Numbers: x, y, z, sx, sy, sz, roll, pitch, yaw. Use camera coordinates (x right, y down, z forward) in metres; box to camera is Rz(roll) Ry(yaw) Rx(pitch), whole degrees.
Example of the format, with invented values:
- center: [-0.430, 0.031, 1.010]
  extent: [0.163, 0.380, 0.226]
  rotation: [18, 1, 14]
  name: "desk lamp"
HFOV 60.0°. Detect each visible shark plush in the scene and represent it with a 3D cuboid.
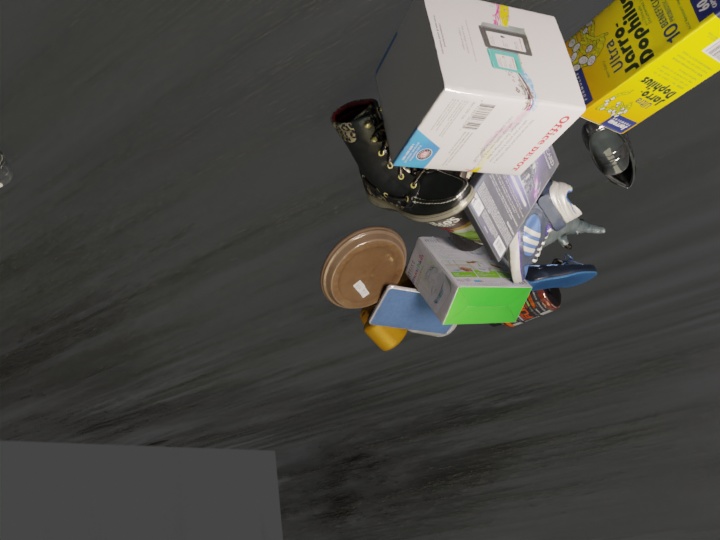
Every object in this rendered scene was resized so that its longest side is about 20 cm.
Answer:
- center: [0.416, -0.077, 1.304]
  extent: [0.195, 0.085, 0.091]
  rotation: [3, 154, -27]
  name: "shark plush"

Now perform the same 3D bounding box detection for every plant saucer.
- center: [0.012, 0.002, 1.272]
  extent: [0.196, 0.030, 0.203]
  rotation: [-17, 133, -19]
  name: "plant saucer"

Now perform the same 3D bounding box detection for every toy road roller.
- center: [0.087, 0.094, 1.426]
  extent: [0.198, 0.148, 0.123]
  rotation: [-24, 123, 37]
  name: "toy road roller"

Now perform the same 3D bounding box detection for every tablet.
- center: [0.127, 0.087, 1.352]
  extent: [0.195, 0.014, 0.131]
  rotation: [9, 135, -19]
  name: "tablet"

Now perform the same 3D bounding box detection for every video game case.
- center: [0.228, -0.136, 0.938]
  extent: [0.019, 0.202, 0.143]
  rotation: [18, 157, 44]
  name: "video game case"

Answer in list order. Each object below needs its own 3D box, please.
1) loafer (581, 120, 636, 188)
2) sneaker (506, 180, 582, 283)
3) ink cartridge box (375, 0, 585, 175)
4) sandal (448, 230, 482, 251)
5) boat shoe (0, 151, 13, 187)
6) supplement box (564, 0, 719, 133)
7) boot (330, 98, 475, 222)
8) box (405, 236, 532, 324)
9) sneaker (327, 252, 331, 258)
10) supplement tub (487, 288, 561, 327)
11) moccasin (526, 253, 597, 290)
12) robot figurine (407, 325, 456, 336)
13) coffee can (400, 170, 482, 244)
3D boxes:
- center: [0.425, -0.198, 1.045]
  extent: [0.067, 0.072, 0.199]
  rotation: [-23, 154, 29]
  name: "loafer"
- center: [0.353, -0.073, 1.194]
  extent: [0.142, 0.081, 0.204]
  rotation: [-6, 117, 8]
  name: "sneaker"
- center: [0.142, -0.223, 0.772]
  extent: [0.195, 0.149, 0.147]
  rotation: [1, 155, -23]
  name: "ink cartridge box"
- center: [0.192, -0.103, 1.220]
  extent: [0.074, 0.046, 0.200]
  rotation: [-26, 138, 22]
  name: "sandal"
- center: [-0.565, -0.117, 0.822]
  extent: [0.195, 0.077, 0.061]
  rotation: [-9, 152, 0]
  name: "boat shoe"
- center: [0.365, -0.281, 0.775]
  extent: [0.108, 0.111, 0.199]
  rotation: [7, 152, -35]
  name: "supplement box"
- center: [0.050, -0.151, 0.847]
  extent: [0.201, 0.074, 0.155]
  rotation: [19, 149, 49]
  name: "boot"
- center: [0.222, 0.017, 1.296]
  extent: [0.196, 0.177, 0.098]
  rotation: [1, 125, -30]
  name: "box"
- center: [0.000, 0.000, 1.336]
  extent: [0.086, 0.075, 0.200]
  rotation: [-32, 143, 12]
  name: "sneaker"
- center: [0.423, 0.085, 1.654]
  extent: [0.105, 0.109, 0.198]
  rotation: [13, 148, -43]
  name: "supplement tub"
- center: [0.491, -0.003, 1.535]
  extent: [0.195, 0.070, 0.081]
  rotation: [-4, 149, -18]
  name: "moccasin"
- center: [0.178, 0.107, 1.595]
  extent: [0.167, 0.116, 0.197]
  rotation: [-9, 164, 43]
  name: "robot figurine"
- center: [0.160, -0.133, 0.988]
  extent: [0.145, 0.150, 0.197]
  rotation: [-28, 151, 37]
  name: "coffee can"
